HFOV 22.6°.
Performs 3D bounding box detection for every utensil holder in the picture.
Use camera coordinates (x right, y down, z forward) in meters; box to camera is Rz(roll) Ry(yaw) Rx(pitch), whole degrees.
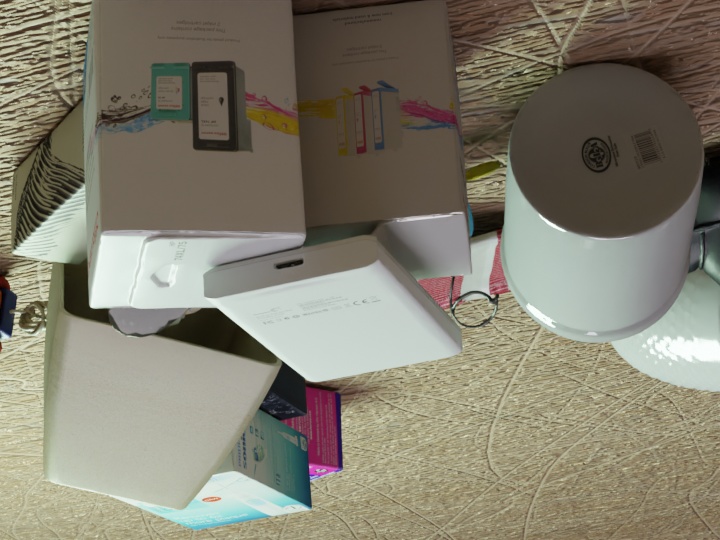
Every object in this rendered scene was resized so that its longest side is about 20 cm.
[{"bbox_3d":[0.199,-0.055,1.507,0.168,0.172,0.200,-6,156,3],"label":"utensil holder"}]

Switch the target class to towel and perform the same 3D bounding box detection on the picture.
[{"bbox_3d":[0.130,-0.005,1.773,0.198,0.023,0.144,-13,158,-5],"label":"towel"}]

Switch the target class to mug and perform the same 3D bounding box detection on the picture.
[{"bbox_3d":[0.356,0.037,1.822,0.199,0.149,0.174,-25,-164,-37],"label":"mug"}]

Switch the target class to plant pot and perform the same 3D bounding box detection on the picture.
[{"bbox_3d":[-0.201,0.099,1.641,0.198,0.179,0.200,14,-161,-16],"label":"plant pot"}]

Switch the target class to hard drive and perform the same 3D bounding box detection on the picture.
[{"bbox_3d":[-0.016,0.032,1.324,0.130,0.027,0.200,-12,157,17],"label":"hard drive"}]

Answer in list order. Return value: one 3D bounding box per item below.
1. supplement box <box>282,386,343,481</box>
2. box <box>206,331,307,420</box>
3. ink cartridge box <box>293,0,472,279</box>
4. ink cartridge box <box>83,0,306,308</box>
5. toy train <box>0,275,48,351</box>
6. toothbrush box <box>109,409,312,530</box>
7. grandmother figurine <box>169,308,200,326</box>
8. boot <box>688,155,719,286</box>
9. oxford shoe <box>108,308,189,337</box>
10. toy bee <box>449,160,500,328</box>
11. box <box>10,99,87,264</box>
[{"bbox_3d":[-0.128,0.190,2.151,0.199,0.105,0.101,15,152,-37],"label":"supplement box"},{"bbox_3d":[-0.184,0.091,1.871,0.198,0.119,0.197,-13,157,19],"label":"box"},{"bbox_3d":[0.016,-0.080,1.359,0.124,0.202,0.129,-6,159,5],"label":"ink cartridge box"},{"bbox_3d":[-0.125,-0.089,1.310,0.144,0.202,0.147,0,159,-12],"label":"ink cartridge box"},{"bbox_3d":[-0.373,0.023,1.725,0.198,0.085,0.116,-11,144,16],"label":"toy train"},{"bbox_3d":[-0.155,0.203,1.884,0.145,0.086,0.200,-12,157,17],"label":"toothbrush box"},{"bbox_3d":[-0.095,-0.016,1.534,0.199,0.061,0.122,-30,135,1],"label":"grandmother figurine"},{"bbox_3d":[0.304,-0.008,1.666,0.167,0.077,0.202,-16,111,26],"label":"boot"},{"bbox_3d":[-0.145,-0.036,1.467,0.071,0.071,0.201,25,107,-25],"label":"oxford shoe"},{"bbox_3d":[0.058,-0.058,1.589,0.129,0.109,0.201,0,133,3],"label":"toy bee"},{"bbox_3d":[-0.221,-0.079,1.485,0.068,0.083,0.200,10,153,-30],"label":"box"}]
